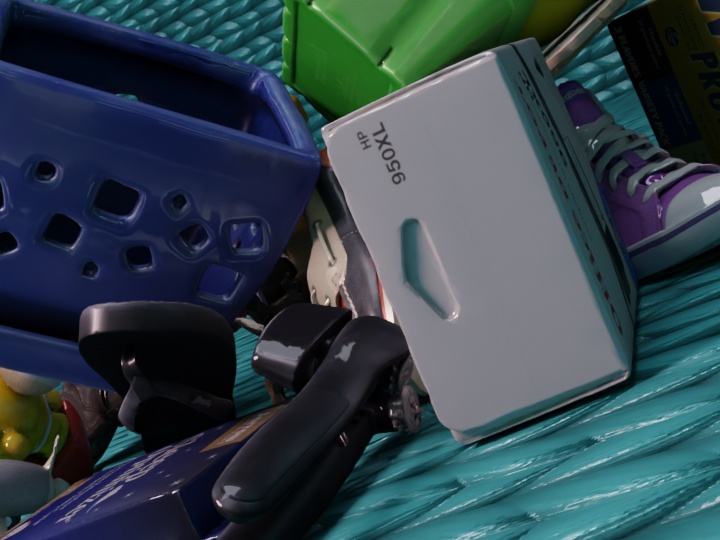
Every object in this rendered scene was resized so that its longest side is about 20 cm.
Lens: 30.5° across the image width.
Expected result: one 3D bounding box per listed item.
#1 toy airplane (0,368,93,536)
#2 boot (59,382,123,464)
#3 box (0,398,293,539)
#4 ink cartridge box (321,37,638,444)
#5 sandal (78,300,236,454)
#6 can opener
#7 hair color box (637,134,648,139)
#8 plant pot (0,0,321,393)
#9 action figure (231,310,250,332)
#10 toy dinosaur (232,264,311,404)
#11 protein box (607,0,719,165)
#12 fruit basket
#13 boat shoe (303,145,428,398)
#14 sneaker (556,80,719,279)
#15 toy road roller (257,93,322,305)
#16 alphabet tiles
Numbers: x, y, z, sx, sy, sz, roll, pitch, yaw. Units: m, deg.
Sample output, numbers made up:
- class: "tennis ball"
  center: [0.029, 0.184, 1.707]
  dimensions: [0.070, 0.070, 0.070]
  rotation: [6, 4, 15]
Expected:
- class: "toy airplane"
  center: [-0.251, 0.078, 0.838]
  dimensions: [0.141, 0.201, 0.199]
  rotation: [-36, 3, 12]
- class: "boot"
  center: [-0.171, 0.047, 0.985]
  dimensions: [0.069, 0.202, 0.174]
  rotation: [19, -36, -23]
- class: "box"
  center: [-0.105, 0.117, 0.673]
  dimensions: [0.198, 0.033, 0.121]
  rotation: [-22, 5, 28]
- class: "ink cartridge box"
  center: [0.066, -0.025, 0.620]
  dimensions: [0.083, 0.146, 0.200]
  rotation: [-23, 5, 16]
- class: "sandal"
  center: [-0.098, 0.070, 0.710]
  dimensions: [0.075, 0.043, 0.201]
  rotation: [-6, -28, 3]
- class: "can opener"
  center: [-0.022, 0.073, 0.570]
  dimensions: [0.077, 0.064, 0.200]
  rotation: [4, 23, 14]
- class: "hair color box"
  center: [0.143, -0.058, 0.992]
  dimensions: [0.099, 0.061, 0.200]
  rotation: [-12, 3, -7]
- class: "plant pot"
  center: [-0.151, -0.039, 0.801]
  dimensions: [0.197, 0.182, 0.200]
  rotation: [13, 19, -16]
- class: "action figure"
  center: [-0.103, 0.076, 0.990]
  dimensions: [0.065, 0.099, 0.200]
  rotation: [-32, -15, -37]
- class: "toy dinosaur"
  center: [0.002, 0.020, 0.870]
  dimensions: [0.135, 0.087, 0.199]
  rotation: [-30, 2, -43]
- class: "protein box"
  center: [0.299, -0.148, 0.794]
  dimensions: [0.198, 0.136, 0.198]
  rotation: [-27, 5, -21]
- class: "fruit basket"
  center: [0.057, -0.177, 0.802]
  dimensions: [0.216, 0.155, 0.216]
  rotation: [-49, -5, -6]
- class: "boat shoe"
  center: [0.000, 0.000, 0.742]
  dimensions: [0.062, 0.071, 0.201]
  rotation: [-25, 44, 13]
- class: "sneaker"
  center: [0.145, -0.056, 0.754]
  dimensions: [0.072, 0.116, 0.200]
  rotation: [-25, 5, -21]
- class: "toy road roller"
  center: [-0.069, -0.059, 1.041]
  dimensions: [0.122, 0.147, 0.200]
  rotation: [-31, 18, -16]
- class: "alphabet tiles"
  center: [0.107, -0.117, 0.812]
  dimensions: [0.200, 0.015, 0.195]
  rotation: [-46, 4, -33]
